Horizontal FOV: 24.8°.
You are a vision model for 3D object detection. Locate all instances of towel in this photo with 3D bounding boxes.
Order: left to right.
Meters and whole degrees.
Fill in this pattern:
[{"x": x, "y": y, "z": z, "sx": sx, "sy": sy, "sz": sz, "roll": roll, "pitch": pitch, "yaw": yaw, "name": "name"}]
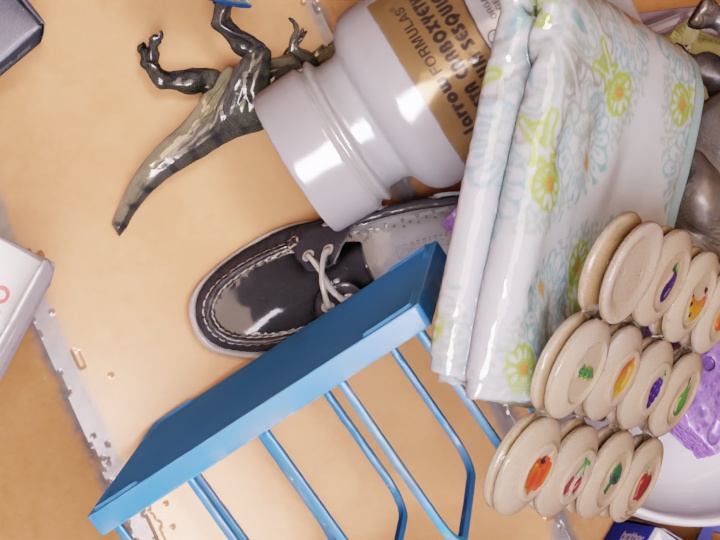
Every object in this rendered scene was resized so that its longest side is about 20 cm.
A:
[{"x": 0.105, "y": -0.029, "z": 0.795, "sx": 0.048, "sy": 0.171, "sz": 0.201, "roll": 11, "pitch": 89, "yaw": 31, "name": "towel"}]

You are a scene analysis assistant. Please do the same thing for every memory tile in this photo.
[{"x": 0.131, "y": 0.054, "z": 0.801, "sx": 0.017, "sy": 0.200, "sz": 0.154, "roll": 27, "pitch": 95, "yaw": 29, "name": "memory tile"}]

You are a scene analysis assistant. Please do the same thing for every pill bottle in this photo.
[{"x": 0.047, "y": -0.111, "z": 0.898, "sx": 0.200, "sy": 0.114, "sz": 0.114, "roll": -32, "pitch": 92, "yaw": 6, "name": "pill bottle"}]

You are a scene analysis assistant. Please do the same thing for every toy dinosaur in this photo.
[{"x": -0.077, "y": -0.110, "z": 0.947, "sx": 0.200, "sy": 0.047, "sz": 0.088, "roll": -33, "pitch": 99, "yaw": -9, "name": "toy dinosaur"}]

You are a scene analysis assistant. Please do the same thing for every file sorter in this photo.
[{"x": -0.014, "y": 0.101, "z": 0.861, "sx": 0.200, "sy": 0.139, "sz": 0.123, "roll": -33, "pitch": 97, "yaw": 13, "name": "file sorter"}]

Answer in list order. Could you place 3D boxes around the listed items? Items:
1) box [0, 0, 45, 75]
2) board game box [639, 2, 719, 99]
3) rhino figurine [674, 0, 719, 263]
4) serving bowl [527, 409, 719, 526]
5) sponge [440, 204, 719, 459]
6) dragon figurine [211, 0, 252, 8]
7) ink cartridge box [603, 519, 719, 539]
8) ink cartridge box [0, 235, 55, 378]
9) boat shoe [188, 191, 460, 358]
[{"x": -0.298, "y": -0.128, "z": 0.898, "sx": 0.200, "sy": 0.051, "sz": 0.158, "roll": -42, "pitch": 96, "yaw": -12, "name": "box"}, {"x": 0.182, "y": -0.099, "z": 1.007, "sx": 0.200, "sy": 0.032, "sz": 0.120, "roll": -9, "pitch": 92, "yaw": -12, "name": "board game box"}, {"x": 0.181, "y": -0.046, "z": 0.899, "sx": 0.087, "sy": 0.060, "sz": 0.200, "roll": 29, "pitch": 77, "yaw": 0, "name": "rhino figurine"}, {"x": 0.180, "y": 0.054, "z": 0.967, "sx": 0.200, "sy": 0.066, "sz": 0.201, "roll": 3, "pitch": 74, "yaw": -12, "name": "serving bowl"}, {"x": 0.155, "y": 0.001, "z": 0.926, "sx": 0.200, "sy": 0.030, "sz": 0.112, "roll": 43, "pitch": 69, "yaw": 1, "name": "sponge"}, {"x": -0.081, "y": -0.183, "z": 0.900, "sx": 0.200, "sy": 0.059, "sz": 0.100, "roll": 27, "pitch": 82, "yaw": 29, "name": "dragon figurine"}, {"x": 0.179, "y": 0.238, "z": 0.954, "sx": 0.136, "sy": 0.076, "sz": 0.200, "roll": 35, "pitch": 81, "yaw": -8, "name": "ink cartridge box"}, {"x": -0.210, "y": 0.035, "z": 0.827, "sx": 0.067, "sy": 0.200, "sz": 0.117, "roll": 28, "pitch": 80, "yaw": -8, "name": "ink cartridge box"}, {"x": 0.000, "y": 0.000, "z": 0.944, "sx": 0.200, "sy": 0.060, "sz": 0.074, "roll": -13, "pitch": 88, "yaw": -12, "name": "boat shoe"}]
